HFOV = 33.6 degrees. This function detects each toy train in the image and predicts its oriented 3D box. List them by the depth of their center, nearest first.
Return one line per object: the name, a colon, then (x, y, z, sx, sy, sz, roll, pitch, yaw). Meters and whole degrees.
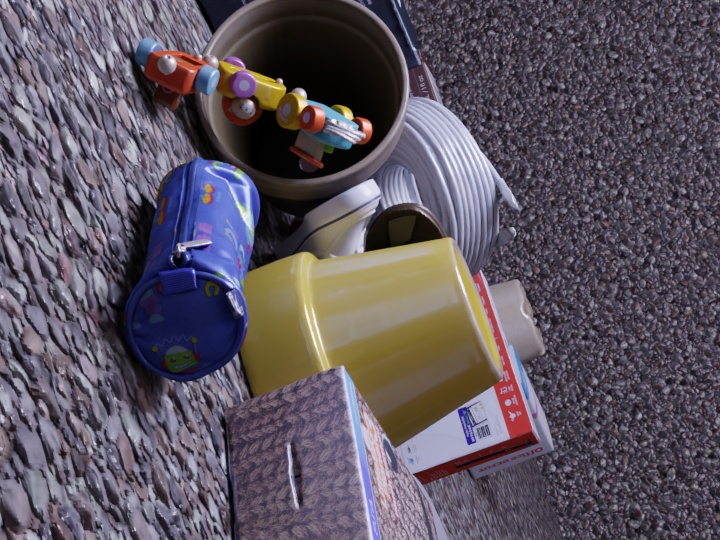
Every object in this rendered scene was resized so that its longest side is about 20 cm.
toy train: (-0.090, -0.132, 1.003, 0.198, 0.056, 0.150, 24, 15, 4)

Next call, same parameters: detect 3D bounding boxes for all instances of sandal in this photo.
sandal: (0.061, -0.007, 1.121, 0.200, 0.081, 0.055, 51, 32, -50)

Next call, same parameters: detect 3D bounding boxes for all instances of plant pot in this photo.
plant pot: (0.015, 0.066, 1.030, 0.201, 0.187, 0.203, -21, 90, -81)
plant pot: (-0.053, -0.140, 1.160, 0.174, 0.198, 0.202, 91, -17, -70)
plant pot: (0.205, 0.107, 2.008, 0.200, 0.182, 0.202, -22, 90, -80)

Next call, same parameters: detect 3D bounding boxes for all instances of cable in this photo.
cable: (0.063, -0.076, 1.240, 0.201, 0.069, 0.200, 60, -31, 16)

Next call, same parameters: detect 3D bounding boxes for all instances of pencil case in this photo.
pencil case: (-0.110, -0.009, 0.807, 0.201, 0.077, 0.088, -94, -177, -63)

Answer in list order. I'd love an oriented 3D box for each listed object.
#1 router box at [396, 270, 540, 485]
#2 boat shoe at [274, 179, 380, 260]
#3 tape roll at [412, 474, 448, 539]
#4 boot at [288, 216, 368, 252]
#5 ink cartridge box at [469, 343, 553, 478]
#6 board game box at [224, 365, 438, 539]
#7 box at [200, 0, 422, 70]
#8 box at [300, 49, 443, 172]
router box: (0.080, 0.121, 1.299, 0.049, 0.178, 0.202, 51, 19, -61)
boat shoe: (-0.023, -0.022, 1.123, 0.070, 0.070, 0.200, 60, -30, 5)
tape roll: (0.047, 0.292, 1.092, 0.200, 0.066, 0.202, -22, 90, -81)
boot: (-0.028, 0.028, 1.227, 0.199, 0.144, 0.073, 33, -23, 27)
ink cartridge box: (0.210, 0.228, 1.898, 0.085, 0.143, 0.201, -102, 166, -44)
board game box: (-0.010, 0.201, 0.873, 0.201, 0.096, 0.160, 60, 13, -44)
box: (-0.060, -0.297, 1.328, 0.118, 0.198, 0.198, -94, 161, -58)
box: (0.000, -0.168, 1.396, 0.075, 0.198, 0.101, 41, 29, -65)
